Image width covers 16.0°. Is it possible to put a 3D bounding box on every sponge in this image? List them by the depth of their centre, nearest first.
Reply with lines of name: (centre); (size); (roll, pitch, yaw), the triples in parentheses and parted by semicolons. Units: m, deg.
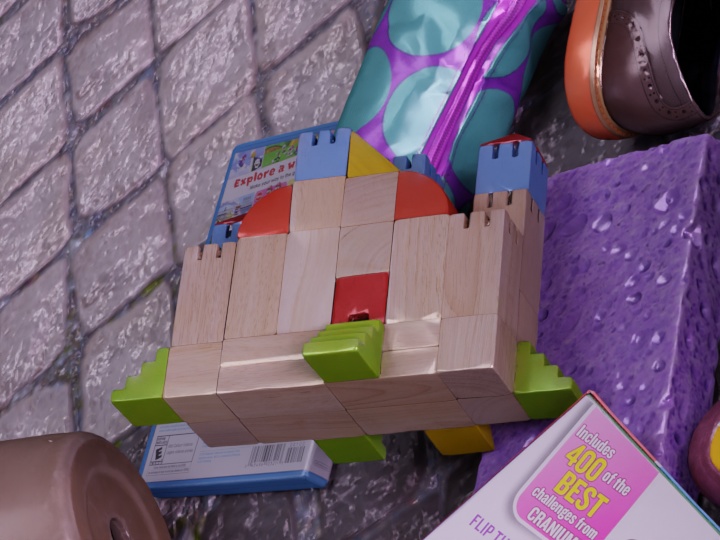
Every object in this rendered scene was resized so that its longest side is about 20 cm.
sponge: (0.104, 0.044, 1.091); (0.111, 0.030, 0.200); (-15, 56, 48)

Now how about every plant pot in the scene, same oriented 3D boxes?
plant pot: (-0.188, 0.164, 1.269); (0.174, 0.200, 0.200); (-23, 47, 17)

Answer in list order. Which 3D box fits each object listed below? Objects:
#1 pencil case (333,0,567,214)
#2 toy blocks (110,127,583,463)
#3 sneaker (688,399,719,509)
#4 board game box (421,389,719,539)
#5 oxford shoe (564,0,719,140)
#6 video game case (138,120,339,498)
pencil case: (0.027, -0.055, 1.211); (0.200, 0.085, 0.092); (-68, 19, -9)
toy blocks: (0.000, 0.000, 1.113); (0.200, 0.100, 0.137); (-7, 59, 21)
sneaker: (0.182, 0.054, 0.929); (0.200, 0.090, 0.075); (-6, 62, 50)
board game box: (0.063, 0.164, 0.973); (0.200, 0.040, 0.153); (-41, 49, 0)
oxford shoe: (0.146, -0.156, 1.140); (0.072, 0.071, 0.200); (3, 84, 46)
video game case: (-0.042, 0.018, 1.307); (0.143, 0.018, 0.200); (-10, 59, 50)
